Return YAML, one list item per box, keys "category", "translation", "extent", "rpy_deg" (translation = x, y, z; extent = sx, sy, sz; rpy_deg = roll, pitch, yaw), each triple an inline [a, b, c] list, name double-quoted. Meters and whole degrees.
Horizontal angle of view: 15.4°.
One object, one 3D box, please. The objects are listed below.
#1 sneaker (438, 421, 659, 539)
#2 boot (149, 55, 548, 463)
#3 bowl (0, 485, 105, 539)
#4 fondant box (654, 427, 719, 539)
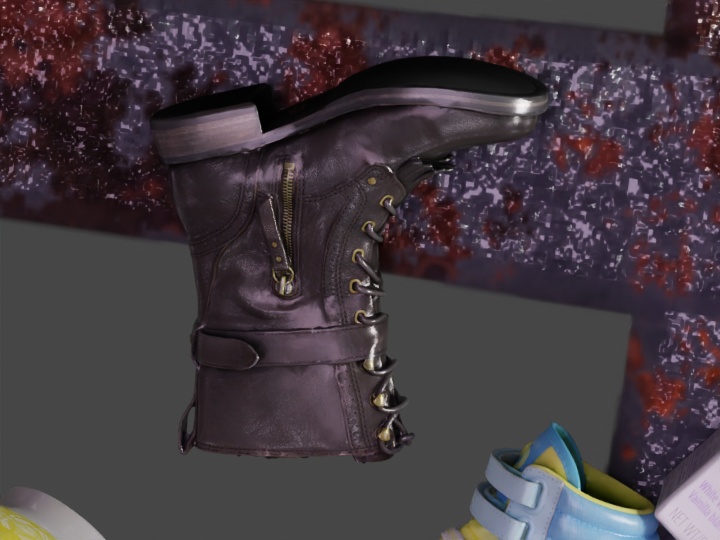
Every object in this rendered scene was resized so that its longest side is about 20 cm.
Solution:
- category: "sneaker"
  translation: [0.044, 0.131, 1.204]
  extent: [0.198, 0.080, 0.132]
  rpy_deg: [2, 102, 2]
- category: "boot"
  translation: [0.000, 0.000, 1.204]
  extent: [0.198, 0.069, 0.175]
  rpy_deg: [-7, 103, 17]
- category: "bowl"
  translation: [-0.167, 0.164, 1.227]
  extent: [0.200, 0.200, 0.108]
  rpy_deg: [39, 62, 3]
- category: "fondant box"
  translation: [0.248, 0.087, 1.162]
  extent: [0.200, 0.058, 0.144]
  rpy_deg: [-44, 89, 14]
